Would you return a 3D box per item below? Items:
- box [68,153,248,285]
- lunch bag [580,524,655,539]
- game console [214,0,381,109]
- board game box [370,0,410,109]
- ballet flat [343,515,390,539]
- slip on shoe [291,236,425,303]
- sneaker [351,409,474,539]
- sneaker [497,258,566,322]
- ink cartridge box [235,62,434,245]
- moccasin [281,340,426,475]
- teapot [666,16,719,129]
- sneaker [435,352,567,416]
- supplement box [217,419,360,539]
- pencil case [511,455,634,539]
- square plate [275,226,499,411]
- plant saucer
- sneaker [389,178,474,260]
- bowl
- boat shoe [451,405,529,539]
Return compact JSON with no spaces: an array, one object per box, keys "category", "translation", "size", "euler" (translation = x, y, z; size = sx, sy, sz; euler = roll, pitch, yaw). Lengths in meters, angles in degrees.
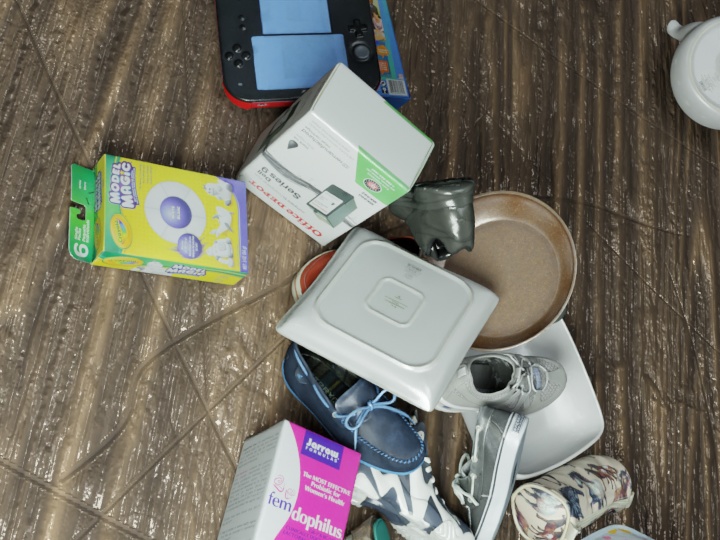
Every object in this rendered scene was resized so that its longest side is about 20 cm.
[{"category":"box","translation":[-0.222,-0.057,1.200],"size":[0.198,0.048,0.119],"euler":[8,66,-30]},{"category":"lunch bag","translation":[0.266,0.375,1.253],"size":[0.168,0.200,0.128],"euler":[-11,77,-36]},{"category":"game console","translation":[-0.079,-0.288,1.358],"size":[0.197,0.031,0.179],"euler":[-4,75,-12]},{"category":"board game box","translation":[-0.025,-0.313,1.441],"size":[0.151,0.045,0.202],"euler":[-2,73,-34]},{"category":"ballet flat","translation":[-0.001,0.311,1.145],"size":[0.066,0.200,0.069],"euler":[-16,93,2]},{"category":"slip on shoe","translation":[0.000,0.000,1.318],"size":[0.199,0.061,0.075],"euler":[-19,84,-36]},{"category":"sneaker","translation":[0.065,0.233,1.252],"size":[0.198,0.079,0.131],"euler":[31,61,-13]},{"category":"sneaker","translation":[0.184,0.003,1.384],"size":[0.199,0.077,0.090],"euler":[34,27,30]},{"category":"ink cartridge box","translation":[-0.034,-0.127,1.260],"size":[0.145,0.200,0.085],"euler":[37,57,-15]},{"category":"moccasin","translation":[-0.013,0.148,1.192],"size":[0.199,0.069,0.080],"euler":[33,52,19]},{"category":"teapot","translation":[0.603,-0.317,1.814],"size":[0.195,0.146,0.202],"euler":[15,83,0]},{"category":"sneaker","translation":[0.174,0.133,1.274],"size":[0.198,0.082,0.076],"euler":[-3,73,-33]},{"category":"supplement box","translation":[-0.083,0.273,1.122],"size":[0.100,0.103,0.202],"euler":[26,56,-22]},{"category":"pencil case","translation":[0.266,0.283,1.338],"size":[0.089,0.078,0.199],"euler":[42,27,27]},{"category":"square plate","translation":[0.036,0.042,1.231],"size":[0.198,0.029,0.199],"euler":[27,49,13]},{"category":"plant saucer","translation":[0.165,0.004,1.309],"size":[0.037,0.198,0.203],"euler":[40,43,-61]},{"category":"sneaker","translation":[0.080,-0.059,1.268],"size":[0.075,0.200,0.092],"euler":[-11,96,-11]},{"category":"bowl","translation":[0.198,0.157,1.378],"size":[0.199,0.074,0.202],"euler":[-17,81,-38]},{"category":"boat shoe","translation":[0.142,0.244,1.262],"size":[0.067,0.201,0.074],"euler":[18,37,16]}]
